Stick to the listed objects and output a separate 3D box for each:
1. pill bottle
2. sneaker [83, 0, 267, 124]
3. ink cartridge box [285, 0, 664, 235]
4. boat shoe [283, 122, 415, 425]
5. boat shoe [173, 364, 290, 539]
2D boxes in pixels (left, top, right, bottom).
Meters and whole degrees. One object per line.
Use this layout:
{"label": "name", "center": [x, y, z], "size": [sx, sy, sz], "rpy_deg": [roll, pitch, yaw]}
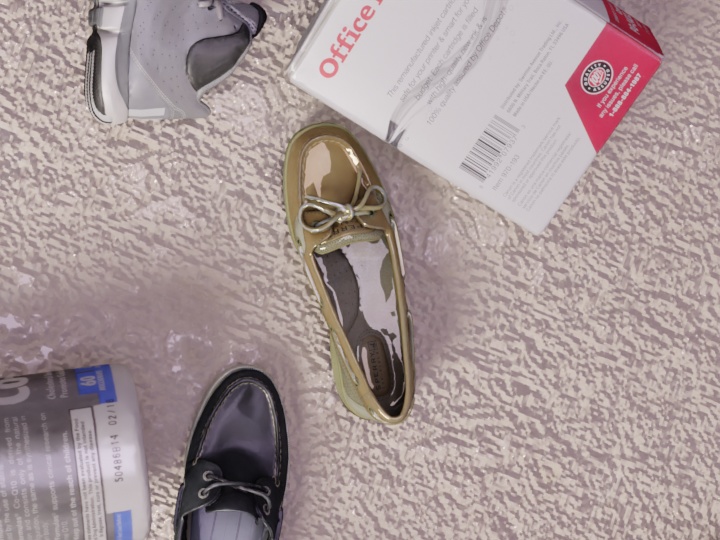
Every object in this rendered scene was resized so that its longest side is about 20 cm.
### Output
{"label": "pill bottle", "center": [-0.234, 0.125, 1.099], "size": [0.198, 0.114, 0.115], "rpy_deg": [-7, 92, -12]}
{"label": "sneaker", "center": [-0.116, -0.193, 1.148], "size": [0.114, 0.075, 0.203], "rpy_deg": [2, 100, -17]}
{"label": "ink cartridge box", "center": [0.072, -0.142, 1.150], "size": [0.199, 0.084, 0.146], "rpy_deg": [31, 111, -10]}
{"label": "boat shoe", "center": [-0.002, 0.001, 1.172], "size": [0.072, 0.063, 0.203], "rpy_deg": [-10, 93, -12]}
{"label": "boat shoe", "center": [-0.085, 0.163, 1.155], "size": [0.074, 0.066, 0.202], "rpy_deg": [16, 87, -11]}
